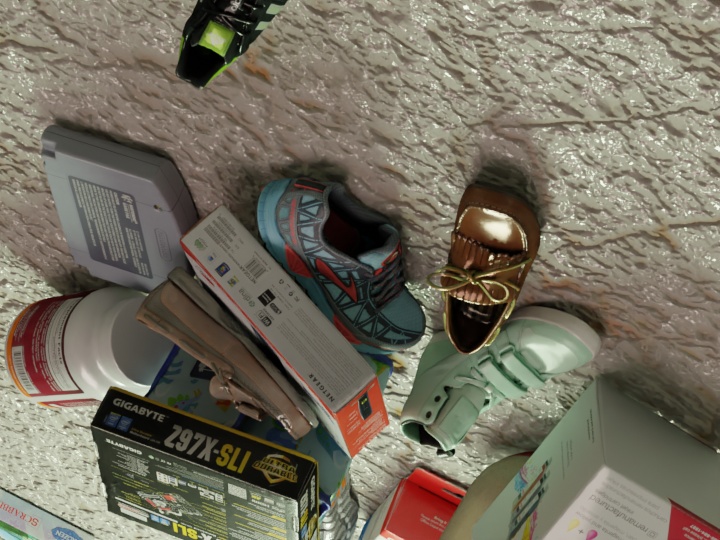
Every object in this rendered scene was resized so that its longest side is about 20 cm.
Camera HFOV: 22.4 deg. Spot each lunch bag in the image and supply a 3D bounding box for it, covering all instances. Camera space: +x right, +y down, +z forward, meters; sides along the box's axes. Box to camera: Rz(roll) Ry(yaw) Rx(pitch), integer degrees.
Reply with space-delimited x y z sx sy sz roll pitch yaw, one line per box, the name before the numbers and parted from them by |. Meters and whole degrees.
lunch bag | -0.093 0.125 1.686 0.199 0.171 0.128 26 146 3

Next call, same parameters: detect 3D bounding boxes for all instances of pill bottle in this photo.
pill bottle | -0.257 0.076 1.774 0.113 0.113 0.199 42 152 -27

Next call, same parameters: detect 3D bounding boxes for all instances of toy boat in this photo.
toy boat | 0.166 0.260 1.766 0.131 0.130 0.201 48 132 25

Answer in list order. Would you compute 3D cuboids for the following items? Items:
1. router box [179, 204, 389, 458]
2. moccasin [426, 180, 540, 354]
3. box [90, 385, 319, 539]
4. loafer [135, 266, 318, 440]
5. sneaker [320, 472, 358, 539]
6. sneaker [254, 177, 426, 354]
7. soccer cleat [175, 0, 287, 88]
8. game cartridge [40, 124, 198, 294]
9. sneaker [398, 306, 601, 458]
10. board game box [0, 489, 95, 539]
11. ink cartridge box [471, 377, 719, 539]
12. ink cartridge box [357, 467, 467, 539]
router box | -0.061 0.056 1.549 0.200 0.049 0.180 47 171 16
moccasin | 0.095 0.001 1.441 0.073 0.078 0.202 22 150 5
box | -0.136 0.191 1.608 0.199 0.050 0.160 18 148 12
loafer | -0.117 0.082 1.570 0.200 0.063 0.072 45 172 26
sneaker | -0.067 0.253 1.981 0.111 0.078 0.201 19 139 19
sneaker | 0.000 0.000 1.513 0.095 0.080 0.200 -11 135 43
soccer cleat | -0.079 -0.193 1.263 0.067 0.081 0.200 29 150 -7
game cartridge | -0.210 -0.048 1.639 0.132 0.042 0.201 14 149 11
sneaker | 0.116 0.103 1.547 0.074 0.119 0.200 42 145 -25
board game box | -0.472 0.364 2.477 0.198 0.041 0.200 28 150 -3
ink cartridge box | 0.206 0.232 1.573 0.145 0.145 0.200 30 116 -11
ink cartridge box | 0.069 0.290 1.928 0.116 0.068 0.200 27 150 -3
